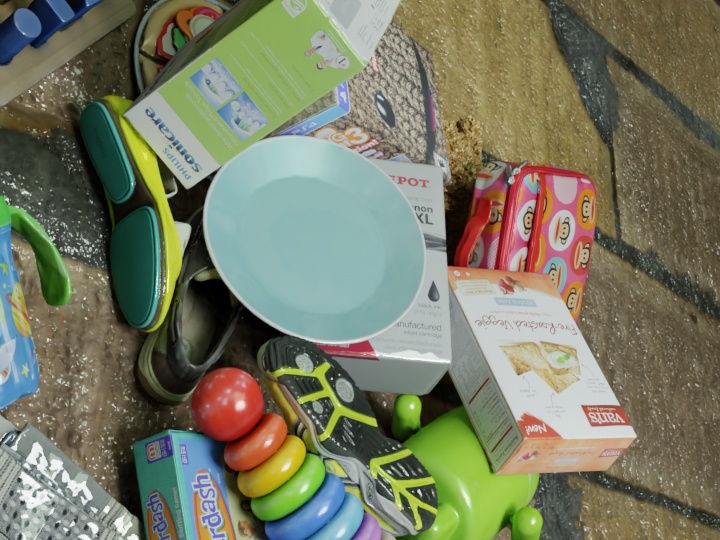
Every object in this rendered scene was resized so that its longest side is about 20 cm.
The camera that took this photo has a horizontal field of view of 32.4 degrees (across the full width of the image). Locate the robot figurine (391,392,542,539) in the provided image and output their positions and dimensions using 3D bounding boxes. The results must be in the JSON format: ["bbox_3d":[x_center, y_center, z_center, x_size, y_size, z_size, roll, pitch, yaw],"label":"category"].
[{"bbox_3d":[0.087,0.194,1.130,0.175,0.116,0.199,40,36,20],"label":"robot figurine"}]

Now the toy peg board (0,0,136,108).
[{"bbox_3d":[-0.273,-0.267,0.986,0.200,0.097,0.200,53,41,-13],"label":"toy peg board"}]

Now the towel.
[{"bbox_3d":[-0.228,0.213,0.834,0.192,0.034,0.201,44,43,-24],"label":"towel"}]

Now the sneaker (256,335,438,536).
[{"bbox_3d":[-0.024,0.142,0.991,0.201,0.076,0.076,53,35,-12],"label":"sneaker"}]

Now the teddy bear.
[{"bbox_3d":[0.095,-0.115,1.342,0.145,0.066,0.202,-27,91,-49],"label":"teddy bear"}]

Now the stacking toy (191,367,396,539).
[{"bbox_3d":[-0.056,0.159,0.931,0.201,0.085,0.085,56,40,-11],"label":"stacking toy"}]

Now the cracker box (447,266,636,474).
[{"bbox_3d":[0.151,0.090,1.149,0.133,0.058,0.201,4,47,-33],"label":"cracker box"}]

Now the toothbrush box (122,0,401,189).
[{"bbox_3d":[-0.077,-0.176,1.011,0.086,0.199,0.146,48,33,-17],"label":"toothbrush box"}]

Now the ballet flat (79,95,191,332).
[{"bbox_3d":[-0.173,-0.049,1.011,0.067,0.066,0.202,0,69,-51],"label":"ballet flat"}]

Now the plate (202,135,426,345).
[{"bbox_3d":[-0.039,-0.025,1.049,0.198,0.026,0.202,11,57,-17],"label":"plate"}]

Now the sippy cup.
[{"bbox_3d":[-0.275,0.034,0.811,0.176,0.140,0.132,-21,99,-13],"label":"sippy cup"}]

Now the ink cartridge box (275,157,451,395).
[{"bbox_3d":[0.000,0.000,1.119,0.143,0.084,0.202,5,63,-13],"label":"ink cartridge box"}]

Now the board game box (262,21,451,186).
[{"bbox_3d":[-0.012,-0.169,1.194,0.199,0.096,0.161,27,48,-51],"label":"board game box"}]

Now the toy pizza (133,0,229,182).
[{"bbox_3d":[-0.123,-0.169,1.154,0.199,0.032,0.202,25,54,-38],"label":"toy pizza"}]

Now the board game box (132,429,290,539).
[{"bbox_3d":[-0.083,0.205,0.974,0.199,0.045,0.154,13,61,-54],"label":"board game box"}]

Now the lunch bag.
[{"bbox_3d":[0.165,-0.014,1.304,0.175,0.081,0.203,3,97,-45],"label":"lunch bag"}]

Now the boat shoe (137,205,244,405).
[{"bbox_3d":[-0.124,0.019,1.028,0.073,0.065,0.202,35,47,-29],"label":"boat shoe"}]
